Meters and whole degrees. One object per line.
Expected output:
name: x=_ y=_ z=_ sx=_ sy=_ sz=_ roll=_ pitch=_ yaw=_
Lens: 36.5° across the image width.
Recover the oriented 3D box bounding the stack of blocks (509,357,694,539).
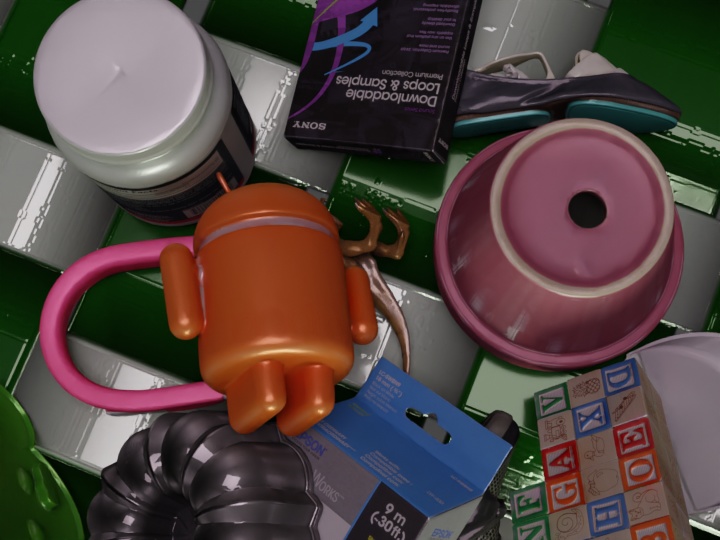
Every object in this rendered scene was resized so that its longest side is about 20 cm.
stack of blocks: x=0.173 y=0.172 z=0.794 sx=0.115 sy=0.059 sz=0.200 roll=-23 pitch=39 yaw=22

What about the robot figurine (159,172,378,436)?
robot figurine: x=-0.065 y=0.021 z=0.818 sx=0.144 sy=0.117 sz=0.200 roll=-10 pitch=65 yaw=6

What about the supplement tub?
supplement tub: x=-0.162 y=-0.121 z=0.852 sx=0.140 sy=0.200 sz=0.141 roll=-1 pitch=79 yaw=3

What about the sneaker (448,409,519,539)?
sneaker: x=0.095 y=0.213 z=0.845 sx=0.114 sy=0.076 sz=0.200 roll=26 pitch=85 yaw=5

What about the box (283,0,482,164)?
box: x=0.024 y=-0.193 z=0.916 sx=0.143 sy=0.036 sz=0.200 roll=8 pitch=81 yaw=27

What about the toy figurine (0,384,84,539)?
toy figurine: x=-0.339 y=0.206 z=0.847 sx=0.184 sy=0.150 sz=0.200 roll=-38 pitch=48 yaw=8

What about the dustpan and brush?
dustpan and brush: x=0.299 y=0.099 z=0.816 sx=0.057 sy=0.200 sz=0.140 roll=-11 pitch=77 yaw=-30

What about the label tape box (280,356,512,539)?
label tape box: x=-0.002 y=0.176 z=0.816 sx=0.144 sy=0.063 sz=0.200 roll=32 pitch=93 yaw=36

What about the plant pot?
plant pot: x=0.155 y=-0.029 z=0.831 sx=0.200 sy=0.179 sz=0.200 roll=-1 pitch=79 yaw=3

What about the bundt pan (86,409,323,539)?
bundt pan: x=-0.130 y=0.195 z=0.810 sx=0.202 sy=0.076 sz=0.202 roll=-12 pitch=68 yaw=31

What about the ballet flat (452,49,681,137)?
ballet flat: x=0.165 y=-0.150 z=0.910 sx=0.200 sy=0.073 sz=0.073 roll=-1 pitch=80 yaw=5

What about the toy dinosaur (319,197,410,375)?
toy dinosaur: x=0.000 y=0.000 z=0.906 sx=0.200 sy=0.060 sz=0.106 roll=40 pitch=111 yaw=12

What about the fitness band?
fitness band: x=-0.165 y=0.045 z=0.906 sx=0.200 sy=0.037 sz=0.144 roll=-7 pitch=79 yaw=0
